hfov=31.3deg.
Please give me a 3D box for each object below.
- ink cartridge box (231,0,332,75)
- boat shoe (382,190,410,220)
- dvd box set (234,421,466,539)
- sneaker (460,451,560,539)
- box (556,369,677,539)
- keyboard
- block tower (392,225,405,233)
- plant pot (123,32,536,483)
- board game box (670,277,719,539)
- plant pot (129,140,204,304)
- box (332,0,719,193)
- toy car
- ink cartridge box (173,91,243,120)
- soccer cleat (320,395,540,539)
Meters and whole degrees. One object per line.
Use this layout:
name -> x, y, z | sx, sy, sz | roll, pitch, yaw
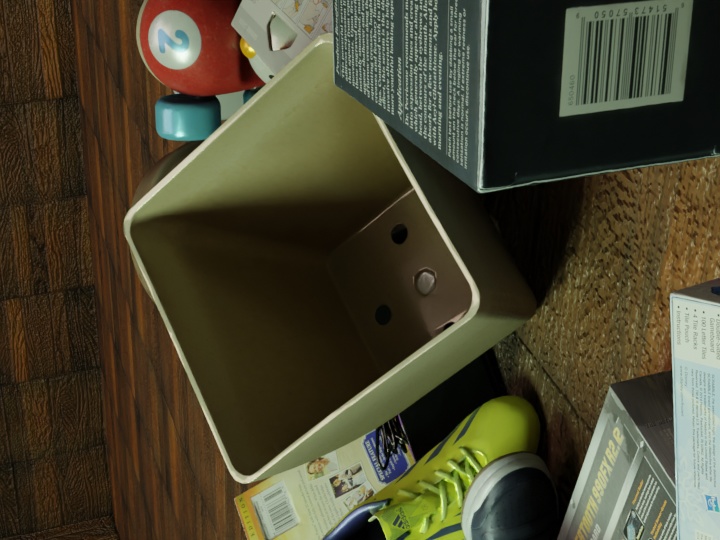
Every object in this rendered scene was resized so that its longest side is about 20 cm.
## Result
ink cartridge box -> -0.018, -0.228, 0.965 | 0.177, 0.044, 0.200 | -63, 32, 17
boat shoe -> 0.011, -0.105, 1.014 | 0.200, 0.066, 0.074 | -125, 32, -52
dvd box set -> 0.013, 0.187, 0.966 | 0.029, 0.199, 0.147 | 55, -175, -50
sneaker -> 0.117, 0.223, 0.860 | 0.109, 0.069, 0.202 | -120, 23, -51
box -> 0.171, 0.183, 0.714 | 0.159, 0.048, 0.201 | -117, 26, -44
keyboard -> 0.044, 0.071, 0.966 | 0.040, 0.103, 0.202 | 47, -157, -71
block tower -> 0.000, -0.003, 1.094 | 0.054, 0.058, 0.200 | 54, 159, 5
plant pot -> 0.000, 0.000, 0.842 | 0.199, 0.176, 0.201 | -38, 67, 24
board game box -> 0.211, 0.116, 0.500 | 0.199, 0.041, 0.202 | 15, 114, 53
plant pot -> -0.097, -0.049, 1.209 | 0.174, 0.199, 0.203 | -24, 76, 54
box -> 0.084, -0.129, 0.662 | 0.200, 0.147, 0.108 | -133, 38, -59
toy car -> -0.082, -0.202, 1.113 | 0.199, 0.175, 0.187 | 25, 121, 53
ink cartridge box -> -0.185, -0.282, 1.477 | 0.200, 0.083, 0.147 | -124, 30, -50
soccer cleat -> 0.044, 0.162, 0.880 | 0.065, 0.200, 0.084 | 50, -175, 23
